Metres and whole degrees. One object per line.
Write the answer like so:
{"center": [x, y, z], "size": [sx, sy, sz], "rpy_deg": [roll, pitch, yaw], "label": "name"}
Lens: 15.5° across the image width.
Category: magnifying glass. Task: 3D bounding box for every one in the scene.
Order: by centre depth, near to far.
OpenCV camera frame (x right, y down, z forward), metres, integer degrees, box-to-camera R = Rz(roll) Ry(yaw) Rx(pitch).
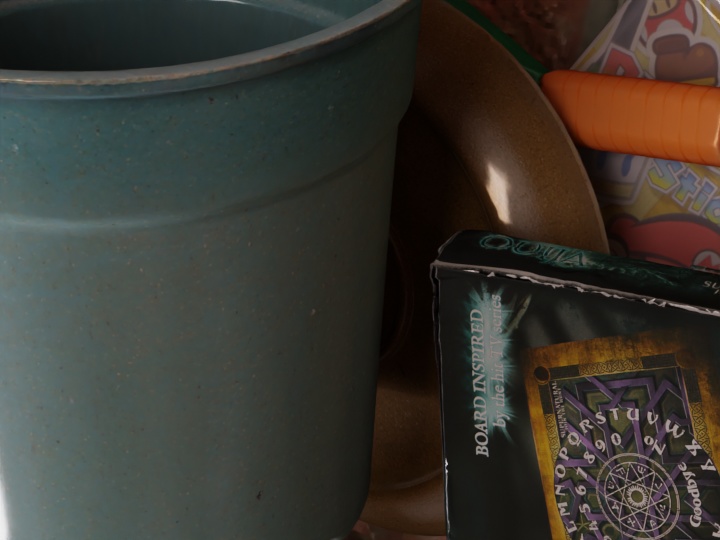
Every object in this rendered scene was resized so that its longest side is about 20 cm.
{"center": [0.048, -0.058, 0.899], "size": [0.200, 0.022, 0.080], "rpy_deg": [11, 93, 43], "label": "magnifying glass"}

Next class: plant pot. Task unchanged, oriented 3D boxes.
{"center": [-0.072, -0.011, 0.833], "size": [0.200, 0.200, 0.196], "rpy_deg": [16, 123, 31], "label": "plant pot"}
{"center": [0.000, 0.000, 0.920], "size": [0.200, 0.027, 0.200], "rpy_deg": [16, 114, 38], "label": "plant pot"}

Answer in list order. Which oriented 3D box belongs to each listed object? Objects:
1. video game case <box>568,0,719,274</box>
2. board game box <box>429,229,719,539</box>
{"center": [0.117, 0.024, 0.882], "size": [0.200, 0.023, 0.182], "rpy_deg": [50, 117, 21], "label": "video game case"}
{"center": [0.091, 0.090, 0.843], "size": [0.135, 0.028, 0.200], "rpy_deg": [12, 120, 27], "label": "board game box"}
